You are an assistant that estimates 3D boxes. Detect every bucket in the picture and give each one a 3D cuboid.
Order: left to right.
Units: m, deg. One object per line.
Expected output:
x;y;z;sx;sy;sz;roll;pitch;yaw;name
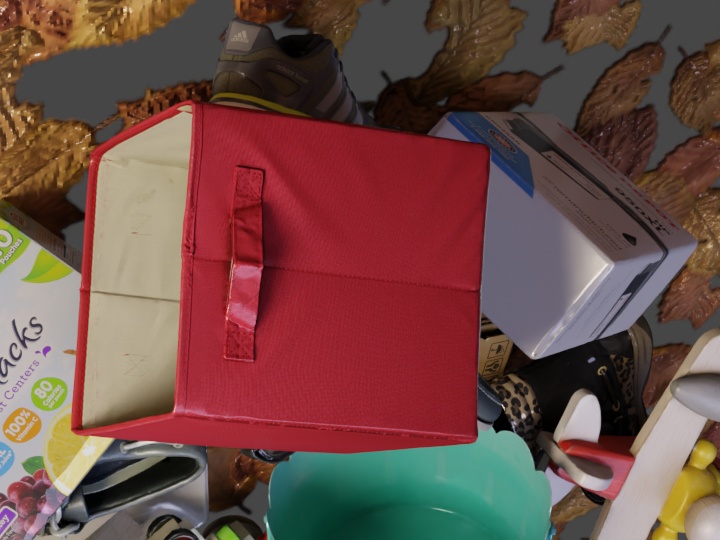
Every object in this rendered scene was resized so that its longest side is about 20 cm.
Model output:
0.036;0.206;1.521;0.207;0.207;0.135;-23;141;-15;bucket

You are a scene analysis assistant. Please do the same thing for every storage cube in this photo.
-0.048;0.011;1.185;0.180;0.171;0.200;7;170;-24;storage cube

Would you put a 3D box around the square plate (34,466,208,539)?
-0.200;0.139;1.451;0.200;0.028;0.198;-18;139;-20;square plate

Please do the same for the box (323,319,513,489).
0.025;0.127;1.607;0.163;0.021;0.200;-11;136;-28;box

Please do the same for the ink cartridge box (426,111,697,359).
0.118;-0.029;1.362;0.084;0.145;0.200;-51;165;18;ink cartridge box

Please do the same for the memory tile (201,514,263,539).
-0.069;0.287;1.629;0.200;0.017;0.153;35;102;-20;memory tile

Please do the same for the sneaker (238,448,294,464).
-0.049;0.023;1.325;0.073;0.112;0.200;-8;110;-34;sneaker

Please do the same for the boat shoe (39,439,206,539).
-0.195;0.138;1.369;0.200;0.062;0.073;-21;139;-18;boat shoe

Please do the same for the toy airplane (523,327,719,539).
0.222;0.161;1.567;0.199;0.141;0.200;-34;137;-23;toy airplane

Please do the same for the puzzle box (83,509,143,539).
-0.222;0.228;1.389;0.133;0.025;0.200;-40;180;13;puzzle box

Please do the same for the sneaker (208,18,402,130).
-0.024;-0.101;1.292;0.200;0.074;0.081;13;83;-62;sneaker

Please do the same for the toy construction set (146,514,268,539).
-0.132;0.251;1.504;0.200;0.092;0.131;-47;115;-22;toy construction set

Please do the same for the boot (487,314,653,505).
0.154;0.127;1.639;0.151;0.073;0.200;-28;139;-29;boot

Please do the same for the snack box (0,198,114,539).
-0.222;0.077;1.285;0.142;0.053;0.200;36;100;-14;snack box

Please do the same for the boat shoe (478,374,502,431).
0.050;0.036;1.393;0.062;0.073;0.200;-41;129;1;boat shoe
